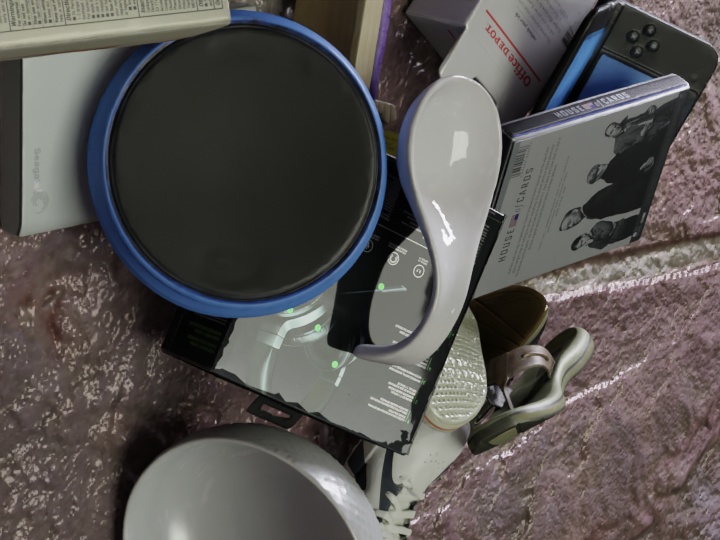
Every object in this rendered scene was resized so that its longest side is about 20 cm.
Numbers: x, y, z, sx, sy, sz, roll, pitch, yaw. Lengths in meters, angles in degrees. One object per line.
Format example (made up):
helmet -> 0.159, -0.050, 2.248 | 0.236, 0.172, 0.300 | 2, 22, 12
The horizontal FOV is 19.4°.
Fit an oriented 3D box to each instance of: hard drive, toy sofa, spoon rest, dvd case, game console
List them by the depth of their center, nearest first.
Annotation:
hard drive -> -0.153, -0.104, 1.414 | 0.199, 0.026, 0.133 | -14, 115, -43
spoon rest -> 0.051, -0.031, 1.414 | 0.099, 0.060, 0.202 | 13, 91, -49
toy sofa -> 0.001, -0.207, 1.475 | 0.097, 0.082, 0.202 | 7, 93, -48
dvd case -> 0.163, -0.065, 1.626 | 0.199, 0.025, 0.151 | -18, 136, -38
game console -> 0.184, -0.102, 1.651 | 0.175, 0.117, 0.201 | 22, 109, -24

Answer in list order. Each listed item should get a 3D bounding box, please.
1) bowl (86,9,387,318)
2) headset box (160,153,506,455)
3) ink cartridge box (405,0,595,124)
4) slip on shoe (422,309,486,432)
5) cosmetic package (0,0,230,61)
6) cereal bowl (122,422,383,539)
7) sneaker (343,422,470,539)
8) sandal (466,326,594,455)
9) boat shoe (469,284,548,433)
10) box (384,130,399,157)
bowl -> -0.078, -0.070, 1.372 | 0.198, 0.039, 0.203 | 0, 90, -11
headset box -> -0.021, 0.015, 1.474 | 0.173, 0.093, 0.202 | 24, 85, -30
ink cartridge box -> 0.111, -0.207, 1.618 | 0.201, 0.066, 0.116 | -58, 137, -13
slip on shoe -> 0.053, 0.072, 1.596 | 0.061, 0.200, 0.074 | -37, 107, 16
cosmetic package -> -0.188, -0.180, 1.259 | 0.198, 0.087, 0.104 | -9, 92, -32
cereal bowl -> -0.066, 0.197, 1.506 | 0.083, 0.198, 0.202 | -37, 132, -59
sneaker -> 0.020, 0.200, 1.583 | 0.198, 0.130, 0.080 | -35, 138, 1
sandal -> 0.123, 0.085, 1.631 | 0.058, 0.079, 0.201 | 56, 27, -6
boat shoe -> 0.079, 0.092, 1.704 | 0.200, 0.073, 0.065 | -41, 141, -23
box -> 0.000, 0.000, 1.582 | 0.075, 0.050, 0.201 | 35, 79, -44
